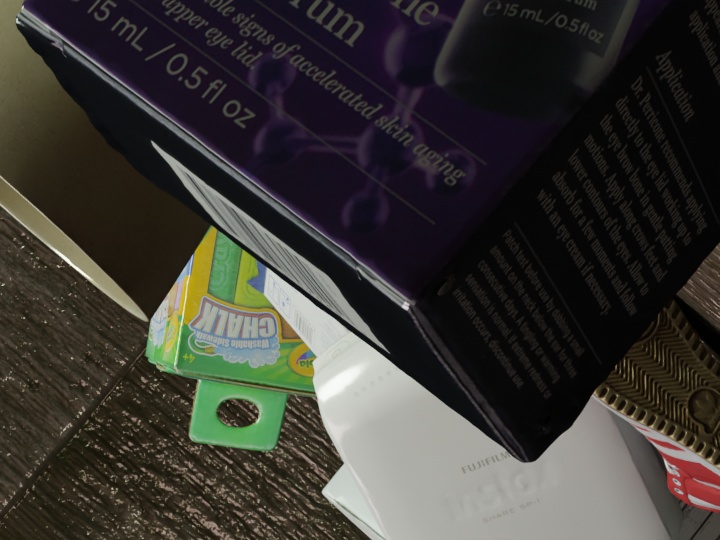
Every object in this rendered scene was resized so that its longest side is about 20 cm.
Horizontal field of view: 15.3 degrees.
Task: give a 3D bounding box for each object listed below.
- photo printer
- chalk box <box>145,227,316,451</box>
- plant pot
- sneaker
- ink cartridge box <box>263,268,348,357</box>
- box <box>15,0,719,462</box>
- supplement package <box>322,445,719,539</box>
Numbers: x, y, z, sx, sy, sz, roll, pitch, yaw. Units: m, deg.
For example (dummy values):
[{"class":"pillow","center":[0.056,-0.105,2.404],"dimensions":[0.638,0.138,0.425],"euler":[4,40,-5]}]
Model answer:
[{"class":"photo printer","center":[0.075,0.097,1.529],"dimensions":[0.070,0.166,0.201],"euler":[-90,-23,-59]},{"class":"chalk box","center":[-0.070,0.021,1.805],"dimensions":[0.124,0.201,0.124],"euler":[8,180,-14]},{"class":"plant pot","center":[-0.108,-0.111,1.303],"dimensions":[0.187,0.200,0.187],"euler":[41,173,6]},{"class":"sneaker","center":[0.169,0.069,1.467],"dimensions":[0.200,0.071,0.112],"euler":[38,170,2]},{"class":"ink cartridge box","center":[0.026,0.041,1.665],"dimensions":[0.200,0.094,0.044],"euler":[48,141,45]},{"class":"box","center":[0.041,-0.080,0.678],"dimensions":[0.148,0.200,0.104],"euler":[35,171,31]},{"class":"supplement package","center":[0.108,0.150,1.683],"dimensions":[0.200,0.156,0.111],"euler":[35,172,38]}]
